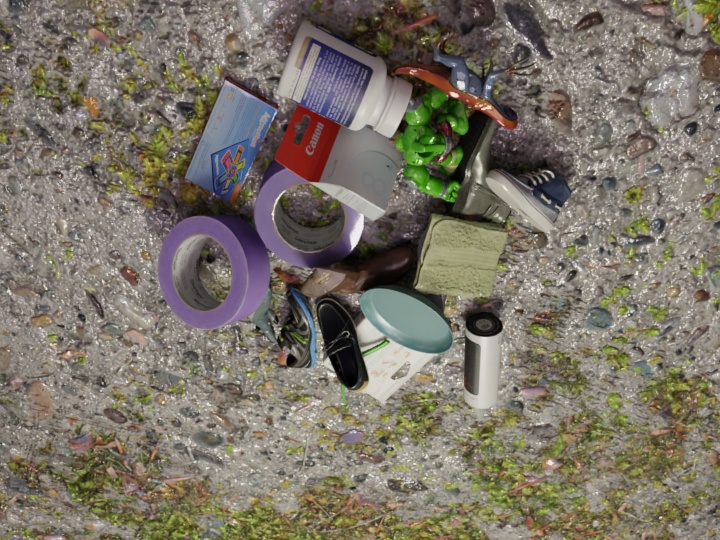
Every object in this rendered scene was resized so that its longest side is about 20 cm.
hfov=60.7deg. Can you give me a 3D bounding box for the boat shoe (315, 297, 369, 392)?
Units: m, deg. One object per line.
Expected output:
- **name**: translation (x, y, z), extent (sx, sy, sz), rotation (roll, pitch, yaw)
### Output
- **boat shoe**: translation (-0.040, 0.149, 1.244), extent (0.073, 0.062, 0.205), rotation (-25, 78, 14)

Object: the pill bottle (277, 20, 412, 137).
- **pill bottle**: translation (-0.022, -0.295, 0.975), extent (0.195, 0.121, 0.121), rotation (23, 121, -10)

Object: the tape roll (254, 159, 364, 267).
- **tape roll**: translation (-0.089, -0.114, 1.108), extent (0.193, 0.086, 0.205), rotation (0, 124, 0)

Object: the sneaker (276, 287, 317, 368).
- **sneaker**: translation (-0.134, 0.129, 1.275), extent (0.080, 0.071, 0.204), rotation (-10, 126, -12)

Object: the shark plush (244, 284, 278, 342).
- **shark plush**: translation (-0.201, 0.089, 1.236), extent (0.081, 0.091, 0.204), rotation (20, 132, 22)

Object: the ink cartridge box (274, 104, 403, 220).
- **ink cartridge box**: translation (-0.025, -0.202, 1.016), extent (0.197, 0.164, 0.047), rotation (29, 151, -19)

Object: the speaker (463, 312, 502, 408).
- **speaker**: translation (0.261, 0.196, 1.315), extent (0.078, 0.082, 0.205), rotation (-3, 123, 2)

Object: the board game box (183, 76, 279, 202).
- **board game box**: translation (-0.230, -0.225, 1.086), extent (0.101, 0.020, 0.202), rotation (26, 119, -14)

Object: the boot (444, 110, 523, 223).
- **boot**: translation (0.234, -0.183, 1.094), extent (0.127, 0.068, 0.204), rotation (4, 123, -17)

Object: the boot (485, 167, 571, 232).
- **boot**: translation (0.296, -0.149, 1.074), extent (0.198, 0.072, 0.092), rotation (29, 96, -44)

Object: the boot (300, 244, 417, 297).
- **boot**: translation (0.000, 0.000, 1.127), extent (0.183, 0.199, 0.066), rotation (-28, 77, 18)

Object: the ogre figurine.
- **ogre figurine**: translation (0.120, -0.215, 1.020), extent (0.117, 0.098, 0.204), rotation (-13, 132, -35)

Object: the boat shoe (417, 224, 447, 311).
- **boat shoe**: translation (0.149, -0.001, 1.197), extent (0.069, 0.070, 0.207), rotation (5, 104, 17)

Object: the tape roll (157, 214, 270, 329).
- **tape roll**: translation (-0.270, 0.001, 1.136), extent (0.194, 0.085, 0.207), rotation (3, 98, 21)

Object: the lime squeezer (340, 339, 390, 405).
- **lime squeezer**: translation (-0.017, 0.210, 1.308), extent (0.069, 0.038, 0.202), rotation (6, 127, -39)

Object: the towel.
- **towel**: translation (0.187, -0.021, 1.138), extent (0.195, 0.036, 0.153), rotation (5, 104, -34)

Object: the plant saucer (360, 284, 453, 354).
- **plant saucer**: translation (0.091, 0.090, 1.178), extent (0.196, 0.028, 0.202), rotation (23, 150, 14)

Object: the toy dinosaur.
- **toy dinosaur**: translation (0.173, -0.288, 0.981), extent (0.197, 0.105, 0.184), rotation (-29, 102, 10)

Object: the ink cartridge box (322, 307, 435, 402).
- **ink cartridge box**: translation (0.042, 0.172, 1.321), extent (0.174, 0.045, 0.200), rotation (35, 117, -18)
